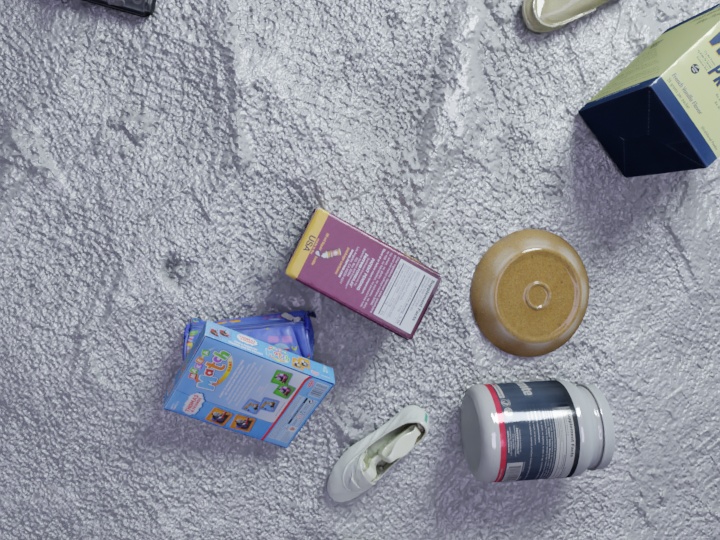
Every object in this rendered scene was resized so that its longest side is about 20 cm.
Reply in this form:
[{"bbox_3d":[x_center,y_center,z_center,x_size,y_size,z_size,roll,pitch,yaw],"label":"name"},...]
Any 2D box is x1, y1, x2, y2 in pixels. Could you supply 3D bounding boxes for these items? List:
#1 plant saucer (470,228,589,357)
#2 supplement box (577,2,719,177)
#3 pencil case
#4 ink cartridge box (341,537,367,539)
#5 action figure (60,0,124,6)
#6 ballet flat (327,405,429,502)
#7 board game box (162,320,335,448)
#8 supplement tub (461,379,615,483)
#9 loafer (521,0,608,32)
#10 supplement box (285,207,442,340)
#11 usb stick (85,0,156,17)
[{"bbox_3d":[0.271,0.038,0.966,0.195,0.035,0.205,-1,95,-6],"label":"plant saucer"},{"bbox_3d":[0.462,-0.255,0.879,0.199,0.200,0.135,-42,99,-2],"label":"supplement box"},{"bbox_3d":[-0.160,0.102,0.902,0.195,0.079,0.088,-3,130,-6],"label":"pencil case"},{"bbox_3d":[0.007,0.509,0.895,0.082,0.200,0.149,8,94,-6],"label":"ink cartridge box"},{"bbox_3d":[-0.382,-0.466,0.809,0.197,0.104,0.198,14,66,-33],"label":"action figure"},{"bbox_3d":[0.027,0.285,0.946,0.199,0.069,0.070,-41,98,-1],"label":"ballet flat"},{"bbox_3d":[-0.157,0.167,0.878,0.197,0.037,0.152,24,119,-23],"label":"board game box"},{"bbox_3d":[0.259,0.239,0.929,0.195,0.140,0.144,-2,95,-6],"label":"supplement tub"},{"bbox_3d":[0.332,-0.421,0.918,0.197,0.068,0.077,-27,97,-3],"label":"loafer"},{"bbox_3d":[0.000,0.000,0.887,0.197,0.131,0.105,28,91,-8],"label":"supplement box"},{"bbox_3d":[-0.385,-0.404,0.862,0.196,0.033,0.057,13,85,-7],"label":"usb stick"}]
